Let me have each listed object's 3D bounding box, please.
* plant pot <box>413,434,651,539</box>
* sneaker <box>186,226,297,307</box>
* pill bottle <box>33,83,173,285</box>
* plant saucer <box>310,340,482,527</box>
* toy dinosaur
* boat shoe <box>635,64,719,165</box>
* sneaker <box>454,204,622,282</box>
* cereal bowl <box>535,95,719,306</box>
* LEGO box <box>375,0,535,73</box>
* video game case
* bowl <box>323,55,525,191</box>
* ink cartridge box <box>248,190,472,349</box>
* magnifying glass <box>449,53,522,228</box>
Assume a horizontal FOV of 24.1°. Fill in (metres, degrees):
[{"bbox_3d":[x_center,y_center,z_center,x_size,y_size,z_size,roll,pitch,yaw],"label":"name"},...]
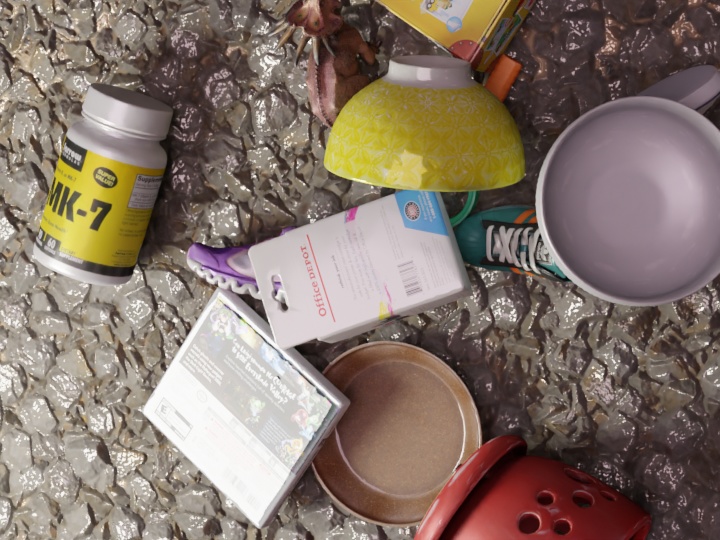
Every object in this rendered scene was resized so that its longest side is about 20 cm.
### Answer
[{"bbox_3d":[0.167,0.275,1.691,0.182,0.200,0.201,37,107,20],"label":"plant pot"},{"bbox_3d":[-0.087,-0.009,1.810,0.199,0.080,0.089,14,94,12],"label":"sneaker"},{"bbox_3d":[-0.277,-0.095,1.842,0.114,0.114,0.201,22,102,15],"label":"pill bottle"},{"bbox_3d":[0.038,0.172,1.805,0.199,0.037,0.202,2,97,18],"label":"plant saucer"},{"bbox_3d":[-0.031,-0.205,1.731,0.085,0.135,0.201,-13,92,20],"label":"toy dinosaur"},{"bbox_3d":[0.282,-0.126,1.676,0.200,0.071,0.070,-34,112,15],"label":"boat shoe"},{"bbox_3d":[0.184,-0.027,1.706,0.199,0.080,0.072,3,98,19],"label":"sneaker"},{"bbox_3d":[0.260,-0.064,1.607,0.199,0.083,0.201,0,88,-6],"label":"cereal bowl"},{"bbox_3d":[0.115,-0.324,1.689,0.149,0.077,0.200,37,105,17],"label":"LEGO box"},{"bbox_3d":[-0.128,0.149,1.844,0.200,0.023,0.182,42,112,21],"label":"video game case"},{"bbox_3d":[0.065,-0.150,1.643,0.199,0.200,0.108,8,107,18],"label":"bowl"},{"bbox_3d":[0.000,0.000,1.715,0.199,0.068,0.116,-19,81,8],"label":"ink cartridge box"},{"bbox_3d":[0.110,-0.131,1.752,0.079,0.022,0.201,32,105,13],"label":"magnifying glass"}]
